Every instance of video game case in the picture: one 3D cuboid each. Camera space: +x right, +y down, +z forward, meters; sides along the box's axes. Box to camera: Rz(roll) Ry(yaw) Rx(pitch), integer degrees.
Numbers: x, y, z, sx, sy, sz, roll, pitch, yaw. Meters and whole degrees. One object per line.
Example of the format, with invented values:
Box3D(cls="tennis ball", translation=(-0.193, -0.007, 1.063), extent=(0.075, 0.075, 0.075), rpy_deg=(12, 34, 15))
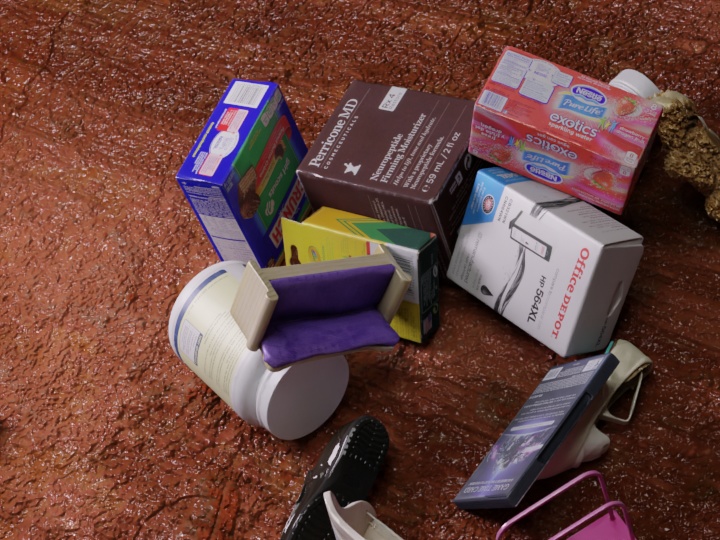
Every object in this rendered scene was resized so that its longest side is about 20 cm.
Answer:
Box3D(cls="video game case", translation=(0.189, 0.176, 1.610), extent=(0.019, 0.143, 0.201), rpy_deg=(42, 70, -8))

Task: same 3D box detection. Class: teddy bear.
Box3D(cls="teddy bear", translation=(0.403, -0.131, 1.765), extent=(0.067, 0.200, 0.145), rpy_deg=(-41, 8, 26))

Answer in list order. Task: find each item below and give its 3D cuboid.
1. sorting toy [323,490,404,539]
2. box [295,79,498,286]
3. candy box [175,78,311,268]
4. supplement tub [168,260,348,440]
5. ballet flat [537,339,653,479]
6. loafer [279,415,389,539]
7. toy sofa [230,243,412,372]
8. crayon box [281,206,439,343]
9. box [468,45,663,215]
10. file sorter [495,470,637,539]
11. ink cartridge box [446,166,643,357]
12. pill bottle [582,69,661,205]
Box3D(cls="sorting toy", translation=(0.025, 0.303, 1.525), extent=(0.107, 0.181, 0.199), rpy_deg=(-44, 51, -17))
Box3D(cls="box", translation=(0.059, -0.110, 1.847), extent=(0.198, 0.165, 0.167), rpy_deg=(14, 59, 29))
Box3D(cls="candy box", translation=(-0.137, -0.113, 1.899), extent=(0.076, 0.201, 0.170), rpy_deg=(12, 59, 26))
Box3D(cls="supplement tub", translation=(-0.121, 0.095, 1.766), extent=(0.145, 0.146, 0.199), rpy_deg=(-41, 51, -14))
Box3D(cls="ballet flat", translation=(0.259, 0.162, 1.632), extent=(0.069, 0.070, 0.201), rpy_deg=(22, 63, 32))
Box3D(cls="loafer", translation=(-0.034, 0.257, 1.667), extent=(0.201, 0.073, 0.071), rpy_deg=(-58, 20, -21))
Box3D(cls="toy sofa", translation=(-0.038, 0.039, 1.674), extent=(0.198, 0.083, 0.098), rpy_deg=(-7, 47, -35))
Box3D(cls="crayon box", translation=(0.000, 0.000, 1.804), extent=(0.198, 0.129, 0.051), rpy_deg=(16, 35, 29))
Box3D(cls="box", translation=(0.234, -0.163, 1.710), extent=(0.198, 0.095, 0.103), rpy_deg=(23, 61, 12))
Box3D(cls="file sorter", translation=(0.240, 0.321, 1.467), extent=(0.138, 0.126, 0.201), rpy_deg=(-30, 49, -5))
Box3D(cls="ink cartridge box", translation=(0.211, -0.014, 1.720), extent=(0.084, 0.148, 0.199), rpy_deg=(-7, 32, -44))
Box3D(cls="pill bottle", translation=(0.284, -0.155, 1.834), extent=(0.200, 0.112, 0.111), rpy_deg=(-42, 51, -14))
